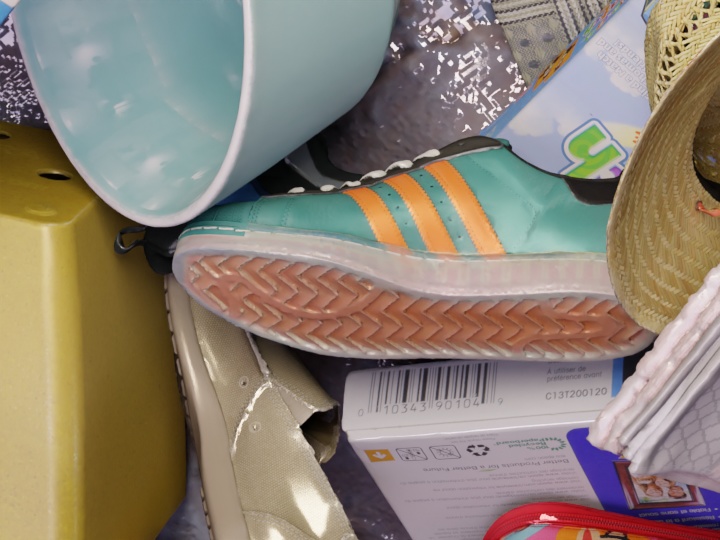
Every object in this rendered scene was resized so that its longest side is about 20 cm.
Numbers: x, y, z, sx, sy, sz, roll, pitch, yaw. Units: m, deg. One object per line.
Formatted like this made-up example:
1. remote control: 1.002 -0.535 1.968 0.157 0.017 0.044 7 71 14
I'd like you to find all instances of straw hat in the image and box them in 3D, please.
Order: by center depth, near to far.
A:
1. straw hat: 0.150 -0.070 1.018 0.200 0.085 0.202 -23 140 -20

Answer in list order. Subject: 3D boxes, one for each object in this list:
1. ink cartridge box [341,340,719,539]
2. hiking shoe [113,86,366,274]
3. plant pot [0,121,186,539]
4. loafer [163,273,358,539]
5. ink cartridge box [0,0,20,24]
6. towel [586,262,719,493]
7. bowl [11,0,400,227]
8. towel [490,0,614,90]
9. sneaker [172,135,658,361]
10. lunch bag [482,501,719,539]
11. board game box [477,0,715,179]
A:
1. ink cartridge box: 0.115 0.101 1.209 0.197 0.044 0.200 -7 144 18
2. hiking shoe: 0.000 0.000 1.160 0.199 0.087 0.075 23 158 8
3. plant pot: -0.185 0.033 1.189 0.198 0.200 0.178 11 109 8
4. loafer: -0.044 0.062 1.184 0.068 0.201 0.076 -10 153 -5
5. ink cartridge box: -0.158 -0.198 0.927 0.200 0.147 0.144 -50 134 7
6. towel: 0.205 0.014 1.053 0.201 0.190 0.032 -54 51 19
7. bowl: -0.056 -0.126 1.086 0.200 0.104 0.202 30 126 50
8. towel: 0.138 -0.149 1.102 0.191 0.035 0.201 -12 116 23
9. sneaker: 0.024 -0.013 1.095 0.198 0.080 0.072 6 146 -2
10. lunch bag: 0.099 0.192 1.220 0.175 0.082 0.201 10 138 -8
11. board game box: 0.163 -0.065 1.101 0.151 0.037 0.200 38 125 -10
